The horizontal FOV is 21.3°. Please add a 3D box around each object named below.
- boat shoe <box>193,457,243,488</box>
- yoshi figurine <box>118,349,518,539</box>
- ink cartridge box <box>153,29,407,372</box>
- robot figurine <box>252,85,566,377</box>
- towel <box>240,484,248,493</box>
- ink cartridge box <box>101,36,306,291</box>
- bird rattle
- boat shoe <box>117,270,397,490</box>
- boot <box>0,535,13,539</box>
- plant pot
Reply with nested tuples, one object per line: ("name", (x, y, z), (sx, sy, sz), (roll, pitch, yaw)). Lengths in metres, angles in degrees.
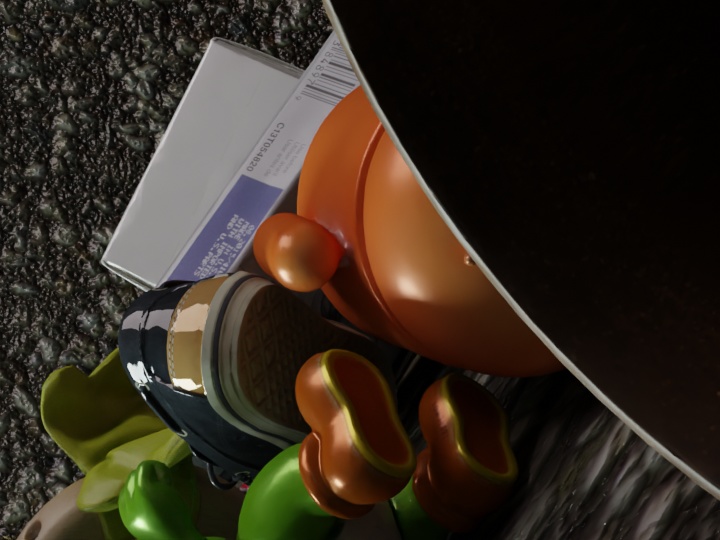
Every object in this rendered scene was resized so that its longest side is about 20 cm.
("boat shoe", (-0.086, 0.086, 1.040), (0.200, 0.068, 0.072), (-40, 37, 15))
("yoshi figurine", (-0.034, 0.107, 0.711), (0.200, 0.112, 0.112), (-53, -6, 28))
("ink cartridge box", (0.000, 0.000, 0.942), (0.200, 0.040, 0.200), (-57, -37, -18))
("robot figurine", (0.045, -0.023, 0.702), (0.117, 0.143, 0.200), (-65, 15, -3))
("towel", (0.000, 0.049, 1.111), (0.201, 0.022, 0.145), (-56, 6, -13))
("ink cartridge box", (-0.055, -0.032, 1.114), (0.147, 0.084, 0.200), (-64, -17, -6))
("bird rattle", (-0.110, 0.142, 0.826), (0.201, 0.163, 0.113), (-54, 29, -6))
("boat shoe", (-0.034, 0.052, 0.763), (0.200, 0.062, 0.075), (45, -127, -60))
("boot", (-0.140, 0.157, 0.950), (0.073, 0.153, 0.204), (-46, 9, 47))
("plant pot", (0.121, -0.077, 0.312), (0.200, 0.187, 0.187), (-40, 1, -21))
